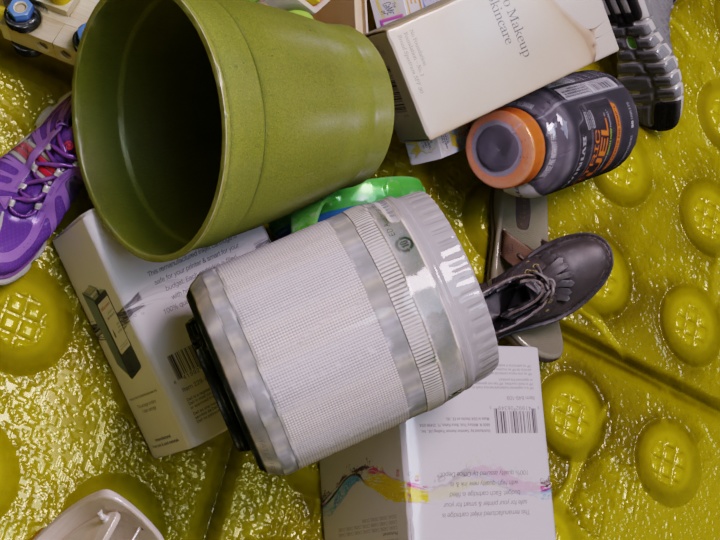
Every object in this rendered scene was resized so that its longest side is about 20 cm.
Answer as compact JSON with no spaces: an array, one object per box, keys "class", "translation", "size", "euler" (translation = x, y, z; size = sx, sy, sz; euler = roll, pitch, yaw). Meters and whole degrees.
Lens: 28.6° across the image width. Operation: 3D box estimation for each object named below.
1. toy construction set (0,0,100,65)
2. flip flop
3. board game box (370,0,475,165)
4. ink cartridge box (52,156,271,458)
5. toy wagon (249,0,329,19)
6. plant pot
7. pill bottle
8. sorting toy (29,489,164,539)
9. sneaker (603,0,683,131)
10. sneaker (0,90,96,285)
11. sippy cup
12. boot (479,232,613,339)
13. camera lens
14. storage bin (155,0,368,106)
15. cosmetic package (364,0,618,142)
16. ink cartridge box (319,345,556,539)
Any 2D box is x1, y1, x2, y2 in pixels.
[{"class":"toy construction set","translation":[-0.220,-0.227,1.126],"size":[0.132,0.199,0.092],"euler":[-64,154,-25]},{"class":"flip flop","translation":[0.167,-0.012,1.357],"size":[0.081,0.057,0.201],"euler":[13,68,-32]},{"class":"board game box","translation":[0.063,-0.208,1.307],"size":[0.134,0.034,0.201],"euler":[-28,106,-60]},{"class":"ink cartridge box","translation":[-0.136,0.028,1.147],"size":[0.146,0.084,0.201],"euler":[-25,91,-33]},{"class":"toy wagon","translation":[-0.090,-0.279,1.127],"size":[0.200,0.039,0.156],"euler":[28,47,-53]},{"class":"plant pot","translation":[-0.085,-0.118,1.070],"size":[0.192,0.200,0.201],"euler":[-10,82,-41]},{"class":"pill bottle","translation":[0.177,-0.127,1.332],"size":[0.200,0.106,0.107],"euler":[-21,88,-53]},{"class":"sorting toy","translation":[-0.190,0.296,1.041],"size":[0.180,0.107,0.201],"euler":[42,59,-23]},{"class":"sneaker","translation":[0.312,-0.252,1.471],"size":[0.116,0.075,0.201],"euler":[-50,131,-31]},{"class":"sneaker","translation":[-0.248,-0.080,1.110],"size":[0.081,0.083,0.201],"euler":[38,61,-17]},{"class":"sippy cup","translation":[0.000,0.000,1.207],"size":[0.177,0.139,0.131],"euler":[-9,83,-31]},{"class":"boot","translation":[0.147,0.022,1.233],"size":[0.199,0.174,0.069],"euler":[-28,87,-4]},{"class":"camera lens","translation":[-0.018,0.046,1.038],"size":[0.199,0.160,0.161],"euler":[-24,89,-6]},{"class":"storage bin","translation":[-0.101,-0.217,1.231],"size":[0.199,0.094,0.200],"euler":[6,74,-30]},{"class":"cosmetic package","translation":[0.112,-0.196,1.225],"size":[0.199,0.073,0.104],"euler":[-27,102,-16]},{"class":"ink cartridge box","translation":[0.061,0.174,1.191],"size":[0.146,0.146,0.201],"euler":[4,75,-31]}]
